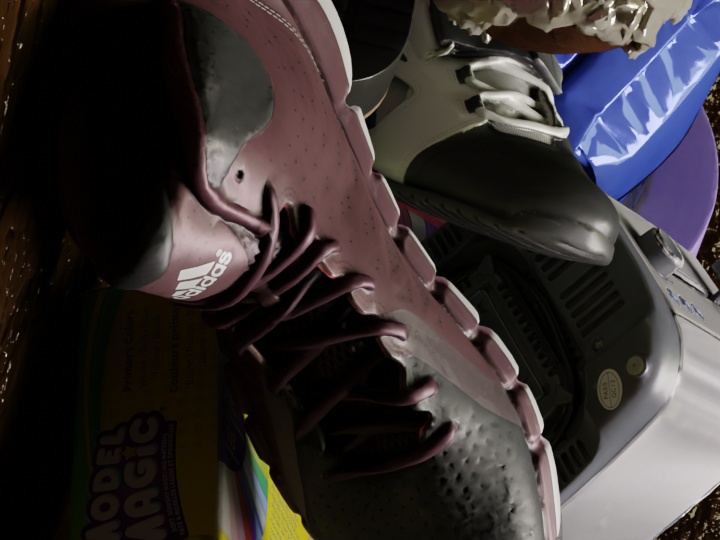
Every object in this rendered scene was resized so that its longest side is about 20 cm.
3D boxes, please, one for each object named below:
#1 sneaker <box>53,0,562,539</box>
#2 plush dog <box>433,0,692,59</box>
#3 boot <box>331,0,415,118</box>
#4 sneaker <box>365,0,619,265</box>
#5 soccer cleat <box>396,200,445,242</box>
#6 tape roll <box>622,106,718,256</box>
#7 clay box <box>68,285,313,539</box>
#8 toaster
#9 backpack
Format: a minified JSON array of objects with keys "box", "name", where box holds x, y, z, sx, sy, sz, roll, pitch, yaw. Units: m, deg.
[{"box":[-0.023,0.014,0.553,0.201,0.075,0.115,63,21,0],"name":"sneaker"},{"box":[0.064,-0.175,0.678,0.200,0.171,0.161,-31,144,-48],"name":"plush dog"},{"box":[-0.023,-0.080,0.734,0.201,0.077,0.139,-66,-179,-46],"name":"boot"},{"box":[0.030,-0.069,0.766,0.200,0.074,0.089,40,-73,51],"name":"sneaker"},{"box":[0.000,0.000,0.863,0.200,0.066,0.077,21,88,-61],"name":"soccer cleat"},{"box":[0.067,-0.037,1.094,0.085,0.199,0.201,100,6,-53],"name":"tape roll"},{"box":[-0.043,0.092,0.629,0.115,0.047,0.201,69,13,-49],"name":"clay box"},{"box":[0.057,0.058,0.841,0.200,0.114,0.129,-42,150,21],"name":"toaster"},{"box":[0.059,-0.095,0.958,0.162,0.168,0.200,-40,173,-10],"name":"backpack"}]
